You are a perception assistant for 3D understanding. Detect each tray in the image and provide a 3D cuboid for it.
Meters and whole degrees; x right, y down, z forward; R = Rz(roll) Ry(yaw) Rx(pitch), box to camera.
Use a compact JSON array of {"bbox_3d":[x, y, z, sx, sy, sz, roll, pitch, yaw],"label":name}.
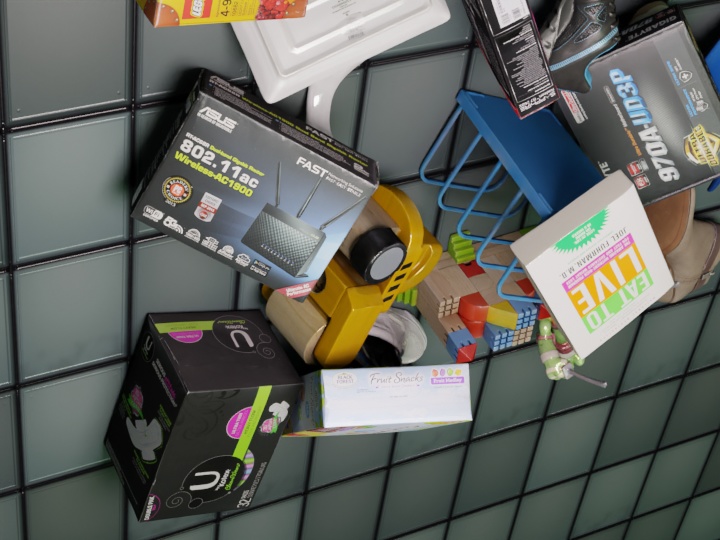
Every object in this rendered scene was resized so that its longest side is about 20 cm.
[{"bbox_3d":[-0.019,-0.244,1.368,0.199,0.022,0.108,-26,103,-10],"label":"tray"}]

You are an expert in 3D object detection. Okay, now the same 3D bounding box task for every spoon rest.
[{"bbox_3d":[-0.015,-0.206,1.439,0.099,0.061,0.202,0,116,-37],"label":"spoon rest"}]

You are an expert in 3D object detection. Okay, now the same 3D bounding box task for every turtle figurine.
[{"bbox_3d":[0.289,0.079,1.833,0.194,0.198,0.145,42,61,-70],"label":"turtle figurine"}]

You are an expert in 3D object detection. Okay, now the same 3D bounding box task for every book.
[{"bbox_3d":[0.242,-0.006,1.511,0.133,0.048,0.200,-36,142,3],"label":"book"}]

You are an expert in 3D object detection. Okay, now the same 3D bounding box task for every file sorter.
[{"bbox_3d":[0.172,-0.076,1.579,0.138,0.201,0.123,7,129,-39],"label":"file sorter"}]

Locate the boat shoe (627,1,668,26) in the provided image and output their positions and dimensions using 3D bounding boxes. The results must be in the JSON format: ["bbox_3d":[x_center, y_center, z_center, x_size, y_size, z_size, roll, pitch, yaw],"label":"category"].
[{"bbox_3d":[0.319,-0.203,1.657,0.071,0.065,0.201,-12,135,-25],"label":"boat shoe"}]

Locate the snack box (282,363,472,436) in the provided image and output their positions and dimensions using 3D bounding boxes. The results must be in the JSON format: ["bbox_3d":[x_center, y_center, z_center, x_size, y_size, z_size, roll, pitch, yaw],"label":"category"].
[{"bbox_3d":[0.012,0.145,1.624,0.167,0.068,0.200,-1,173,-17],"label":"snack box"}]

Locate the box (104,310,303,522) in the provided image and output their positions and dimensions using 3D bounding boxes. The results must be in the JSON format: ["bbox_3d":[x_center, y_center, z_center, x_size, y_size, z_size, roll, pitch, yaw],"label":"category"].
[{"bbox_3d":[-0.176,0.159,1.625,0.147,0.125,0.201,-2,132,-34],"label":"box"}]

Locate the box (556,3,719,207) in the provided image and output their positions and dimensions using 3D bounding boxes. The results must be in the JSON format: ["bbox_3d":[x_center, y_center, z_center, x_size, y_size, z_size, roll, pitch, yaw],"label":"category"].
[{"bbox_3d":[0.313,-0.172,1.610,0.158,0.046,0.201,-22,122,19],"label":"box"}]

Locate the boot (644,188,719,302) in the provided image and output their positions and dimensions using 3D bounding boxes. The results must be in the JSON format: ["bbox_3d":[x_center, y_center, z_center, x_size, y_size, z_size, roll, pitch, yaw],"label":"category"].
[{"bbox_3d":[0.420,-0.043,1.894,0.145,0.070,0.201,-10,136,-36],"label":"boot"}]

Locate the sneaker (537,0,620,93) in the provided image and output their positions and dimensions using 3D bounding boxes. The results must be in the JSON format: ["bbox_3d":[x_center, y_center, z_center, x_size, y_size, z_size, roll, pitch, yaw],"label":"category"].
[{"bbox_3d":[0.237,-0.274,1.503,0.081,0.073,0.201,24,125,-2],"label":"sneaker"}]

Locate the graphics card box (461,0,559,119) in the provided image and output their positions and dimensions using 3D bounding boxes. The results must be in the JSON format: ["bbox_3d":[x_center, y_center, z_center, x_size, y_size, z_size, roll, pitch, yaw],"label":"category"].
[{"bbox_3d":[0.129,-0.258,1.422,0.051,0.126,0.200,-26,140,5],"label":"graphics card box"}]

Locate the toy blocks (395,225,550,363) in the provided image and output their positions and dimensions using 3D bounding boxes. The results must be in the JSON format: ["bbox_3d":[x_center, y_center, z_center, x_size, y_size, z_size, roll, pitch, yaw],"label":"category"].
[{"bbox_3d":[0.152,0.033,1.718,0.198,0.137,0.101,-16,137,-22],"label":"toy blocks"}]

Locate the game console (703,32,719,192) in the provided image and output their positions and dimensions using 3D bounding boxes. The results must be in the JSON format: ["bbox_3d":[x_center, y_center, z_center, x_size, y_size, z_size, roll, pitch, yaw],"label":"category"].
[{"bbox_3d":[0.446,-0.216,1.727,0.171,0.118,0.200,43,78,-20],"label":"game console"}]

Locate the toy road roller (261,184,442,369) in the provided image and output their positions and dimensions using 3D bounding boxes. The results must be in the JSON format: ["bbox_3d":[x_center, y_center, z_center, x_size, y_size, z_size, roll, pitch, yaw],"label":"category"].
[{"bbox_3d":[0.000,0.000,1.597,0.145,0.123,0.201,-3,131,-47],"label":"toy road roller"}]

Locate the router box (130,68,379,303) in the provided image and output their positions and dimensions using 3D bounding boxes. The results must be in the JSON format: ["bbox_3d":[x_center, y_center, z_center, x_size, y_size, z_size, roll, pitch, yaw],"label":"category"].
[{"bbox_3d":[-0.101,-0.079,1.422,0.199,0.062,0.150,26,115,-15],"label":"router box"}]

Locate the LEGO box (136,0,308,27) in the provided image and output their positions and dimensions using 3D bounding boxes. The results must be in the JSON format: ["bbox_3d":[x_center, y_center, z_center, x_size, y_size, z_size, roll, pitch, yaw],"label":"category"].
[{"bbox_3d":[-0.107,-0.315,1.239,0.148,0.077,0.201,-9,134,-28],"label":"LEGO box"}]

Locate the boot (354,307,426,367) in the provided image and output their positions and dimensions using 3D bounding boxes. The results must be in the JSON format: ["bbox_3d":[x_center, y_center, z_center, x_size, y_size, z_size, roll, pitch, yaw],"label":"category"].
[{"bbox_3d":[0.025,0.087,1.711,0.073,0.096,0.200,-41,139,16],"label":"boot"}]

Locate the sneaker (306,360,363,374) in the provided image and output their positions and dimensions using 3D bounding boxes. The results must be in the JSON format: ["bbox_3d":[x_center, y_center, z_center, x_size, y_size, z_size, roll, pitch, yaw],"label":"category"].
[{"bbox_3d":[0.006,0.143,1.775,0.198,0.074,0.088,-5,139,-25],"label":"sneaker"}]
